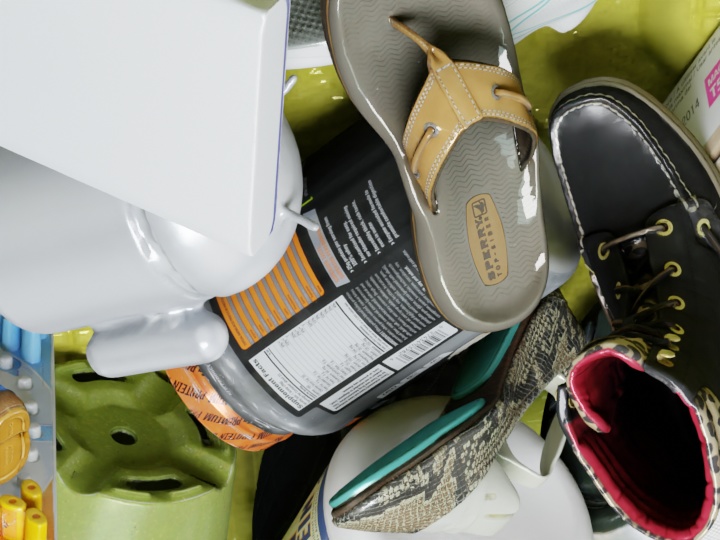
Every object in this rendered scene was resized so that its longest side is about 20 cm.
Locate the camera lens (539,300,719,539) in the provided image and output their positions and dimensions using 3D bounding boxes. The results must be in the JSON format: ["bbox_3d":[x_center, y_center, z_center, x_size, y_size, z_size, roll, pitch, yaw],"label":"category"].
[{"bbox_3d":[0.207,0.096,1.342,0.199,0.161,0.160,23,129,-27],"label":"camera lens"}]

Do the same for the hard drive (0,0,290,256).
[{"bbox_3d":[-0.124,-0.096,1.073,0.199,0.025,0.133,23,136,17],"label":"hard drive"}]

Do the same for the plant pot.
[{"bbox_3d":[-0.146,0.158,1.365,0.198,0.201,0.191,10,123,-16],"label":"plant pot"}]

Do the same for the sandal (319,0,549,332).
[{"bbox_3d":[0.042,-0.055,1.103,0.081,0.055,0.201,-21,116,-12],"label":"sandal"}]

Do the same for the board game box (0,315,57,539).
[{"bbox_3d":[-0.249,0.072,1.240,0.198,0.200,0.026,2,123,-9],"label":"board game box"}]

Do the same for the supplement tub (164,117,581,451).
[{"bbox_3d":[0.000,0.000,1.247,0.199,0.123,0.122,-34,130,26],"label":"supplement tub"}]

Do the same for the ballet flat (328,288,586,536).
[{"bbox_3d":[0.062,0.081,1.234,0.075,0.200,0.068,50,135,-7],"label":"ballet flat"}]

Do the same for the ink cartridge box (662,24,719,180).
[{"bbox_3d":[0.245,-0.072,1.235,0.164,0.075,0.200,17,132,-20],"label":"ink cartridge box"}]

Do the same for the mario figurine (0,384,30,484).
[{"bbox_3d":[-0.243,0.041,1.216,0.106,0.200,0.124,-43,146,-3],"label":"mario figurine"}]

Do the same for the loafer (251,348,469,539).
[{"bbox_3d":[-0.001,0.099,1.388,0.072,0.073,0.200,11,135,-24],"label":"loafer"}]

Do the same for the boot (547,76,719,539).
[{"bbox_3d":[0.129,0.019,1.153,0.073,0.151,0.201,-18,101,25],"label":"boot"}]

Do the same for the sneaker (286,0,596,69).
[{"bbox_3d":[0.026,-0.117,1.151,0.199,0.071,0.080,-14,147,-11],"label":"sneaker"}]

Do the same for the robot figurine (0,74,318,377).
[{"bbox_3d":[-0.111,-0.036,1.186,0.199,0.113,0.171,-11,96,26],"label":"robot figurine"}]

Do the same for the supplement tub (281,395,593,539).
[{"bbox_3d":[0.021,0.175,1.314,0.144,0.146,0.200,11,139,-18],"label":"supplement tub"}]
